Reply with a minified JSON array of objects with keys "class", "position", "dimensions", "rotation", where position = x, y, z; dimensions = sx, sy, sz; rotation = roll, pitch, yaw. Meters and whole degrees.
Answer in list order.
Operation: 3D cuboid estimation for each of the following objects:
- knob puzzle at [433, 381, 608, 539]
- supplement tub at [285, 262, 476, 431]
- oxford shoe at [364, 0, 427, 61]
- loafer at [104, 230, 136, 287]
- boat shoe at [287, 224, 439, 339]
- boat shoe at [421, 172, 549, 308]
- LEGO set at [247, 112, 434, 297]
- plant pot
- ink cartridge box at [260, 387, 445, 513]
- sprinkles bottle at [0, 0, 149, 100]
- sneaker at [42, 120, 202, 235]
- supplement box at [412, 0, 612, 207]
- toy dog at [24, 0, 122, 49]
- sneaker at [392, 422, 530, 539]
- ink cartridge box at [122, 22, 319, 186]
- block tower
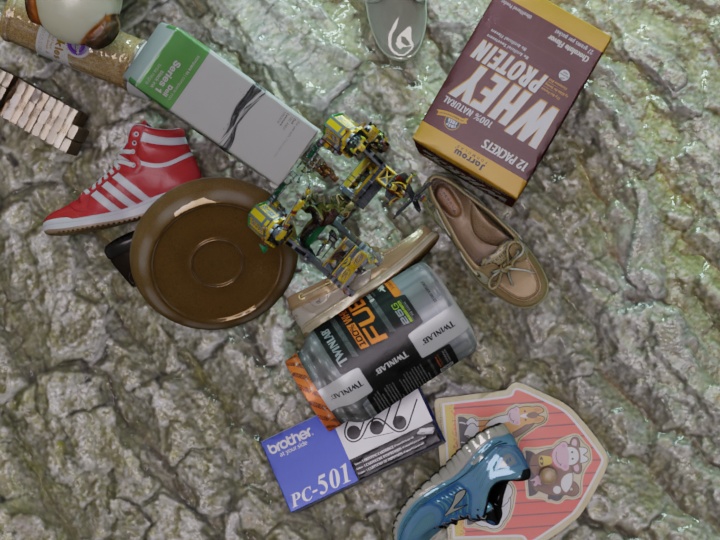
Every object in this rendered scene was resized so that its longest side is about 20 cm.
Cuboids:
[{"class":"knob puzzle","position":[0.195,0.232,1.602],"dimensions":[0.219,0.030,0.220],"rotation":[0,89,4]},{"class":"supplement tub","position":[0.022,0.091,1.543],"dimensions":[0.200,0.123,0.123],"rotation":[-33,87,-3]},{"class":"oxford shoe","position":[0.042,-0.350,1.608],"dimensions":[0.075,0.058,0.201],"rotation":[0,91,2]},{"class":"loafer","position":[-0.204,-0.036,1.621],"dimensions":[0.199,0.073,0.072],"rotation":[-20,100,6]},{"class":"boat shoe","position":[0.000,0.000,1.598],"dimensions":[0.200,0.074,0.069],"rotation":[-36,82,-1]},{"class":"boat shoe","position":[0.144,-0.034,1.593],"dimensions":[0.073,0.063,0.200],"rotation":[-45,87,2]},{"class":"LEGO set","position":[-0.015,-0.065,1.517],"dimensions":[0.200,0.154,0.116],"rotation":[-45,54,-5]},{"class":"plant pot","position":[-0.169,-0.013,1.583],"dimensions":[0.199,0.028,0.201],"rotation":[-6,118,-11]},{"class":"ink cartridge box","position":[-0.008,0.204,1.605],"dimensions":[0.200,0.044,0.094],"rotation":[-25,78,4]},{"class":"sprinkles bottle","position":[-0.332,-0.272,1.628],"dimensions":[0.200,0.068,0.068],"rotation":[23,91,5]},{"class":"sneaker","position":[-0.293,-0.112,1.622],"dimensions":[0.199,0.071,0.113],"rotation":[-15,92,-4]},{"class":"supplement box","position":[0.168,-0.193,1.526],"dimensions":[0.133,0.197,0.200],"rotation":[31,92,4]},{"class":"toy dog","position":[-0.301,-0.350,1.529],"dimensions":[0.139,0.194,0.200],"rotation":[18,125,-9]},{"class":"sneaker","position":[0.116,0.270,1.559],"dimensions":[0.090,0.078,0.200],"rotation":[49,113,16]},{"class":"ink cartridge box","position":[-0.161,-0.191,1.545],"dimensions":[0.200,0.146,0.084],"rotation":[35,91,-19]},{"class":"block tower","position":[-0.425,-0.210,1.642],"dimensions":[0.200,0.058,0.054],"rotation":[29,91,2]}]
